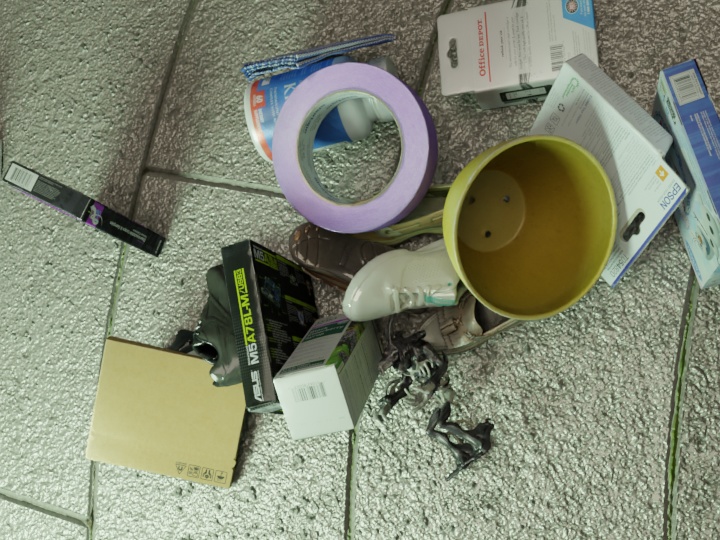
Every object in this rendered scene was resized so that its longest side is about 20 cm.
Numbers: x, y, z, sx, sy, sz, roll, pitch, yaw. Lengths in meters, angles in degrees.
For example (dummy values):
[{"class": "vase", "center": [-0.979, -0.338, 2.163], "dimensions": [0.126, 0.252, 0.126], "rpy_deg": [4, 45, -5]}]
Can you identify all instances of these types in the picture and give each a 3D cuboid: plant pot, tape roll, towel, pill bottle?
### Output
[{"class": "plant pot", "center": [0.173, -0.060, 1.038], "dimensions": [0.196, 0.142, 0.204], "rpy_deg": [-4, 103, -16]}, {"class": "tape roll", "center": [-0.007, -0.148, 1.102], "dimensions": [0.196, 0.066, 0.204], "rpy_deg": [1, 95, 15]}, {"class": "towel", "center": [-0.060, -0.276, 1.164], "dimensions": [0.143, 0.199, 0.024], "rpy_deg": [-20, 107, -24]}, {"class": "pill bottle", "center": [-0.046, -0.221, 1.199], "dimensions": [0.197, 0.112, 0.114], "rpy_deg": [-13, 76, 16]}]

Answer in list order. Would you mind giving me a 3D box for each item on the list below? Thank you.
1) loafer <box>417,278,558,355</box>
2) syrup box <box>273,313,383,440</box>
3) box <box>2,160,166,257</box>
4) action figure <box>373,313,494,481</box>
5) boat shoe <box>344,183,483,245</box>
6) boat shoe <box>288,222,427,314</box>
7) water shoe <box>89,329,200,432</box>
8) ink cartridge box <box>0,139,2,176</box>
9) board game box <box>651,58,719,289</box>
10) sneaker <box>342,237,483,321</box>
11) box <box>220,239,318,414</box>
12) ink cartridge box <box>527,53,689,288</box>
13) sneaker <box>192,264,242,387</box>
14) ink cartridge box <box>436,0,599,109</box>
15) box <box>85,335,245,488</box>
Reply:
[{"class": "loafer", "center": [0.157, 0.049, 1.105], "dimensions": [0.197, 0.063, 0.073], "rpy_deg": [-21, 76, 13]}, {"class": "syrup box", "center": [-0.032, 0.118, 1.078], "dimensions": [0.077, 0.200, 0.083], "rpy_deg": [-13, 104, 16]}, {"class": "box", "center": [-0.373, -0.081, 1.235], "dimensions": [0.141, 0.200, 0.037], "rpy_deg": [24, 83, 20]}, {"class": "action figure", "center": [0.073, 0.151, 1.084], "dimensions": [0.101, 0.119, 0.201], "rpy_deg": [-31, 77, -30]}, {"class": "boat shoe", "center": [0.064, -0.079, 1.150], "dimensions": [0.197, 0.063, 0.074], "rpy_deg": [-1, 57, 17]}, {"class": "boat shoe", "center": [0.000, 0.000, 1.165], "dimensions": [0.198, 0.072, 0.077], "rpy_deg": [28, 73, 2]}, {"class": "water shoe", "center": [-0.290, 0.162, 1.239], "dimensions": [0.198, 0.072, 0.079], "rpy_deg": [-35, 51, 3]}, {"class": "ink cartridge box", "center": [-0.676, -0.175, 1.397], "dimensions": [0.196, 0.116, 0.068], "rpy_deg": [-7, 77, 16]}, {"class": "board game box", "center": [0.373, -0.098, 0.989], "dimensions": [0.043, 0.199, 0.203], "rpy_deg": [-17, 75, 8]}, {"class": "sneaker", "center": [0.075, 0.019, 1.080], "dimensions": [0.198, 0.076, 0.089], "rpy_deg": [-23, 45, -24]}, {"class": "box", "center": [-0.098, 0.078, 1.112], "dimensions": [0.047, 0.200, 0.197], "rpy_deg": [-17, 75, 14]}, {"class": "ink cartridge box", "center": [0.276, -0.111, 1.036], "dimensions": [0.040, 0.201, 0.201], "rpy_deg": [-27, 67, -27]}, {"class": "sneaker", "center": [-0.182, 0.068, 1.173], "dimensions": [0.089, 0.077, 0.201], "rpy_deg": [-20, 44, -9]}, {"class": "ink cartridge box", "center": [0.203, -0.280, 1.151], "dimensions": [0.196, 0.068, 0.118], "rpy_deg": [-6, 77, 17]}, {"class": "box", "center": [-0.251, 0.187, 1.181], "dimensions": [0.196, 0.021, 0.167], "rpy_deg": [12, 96, -2]}]
